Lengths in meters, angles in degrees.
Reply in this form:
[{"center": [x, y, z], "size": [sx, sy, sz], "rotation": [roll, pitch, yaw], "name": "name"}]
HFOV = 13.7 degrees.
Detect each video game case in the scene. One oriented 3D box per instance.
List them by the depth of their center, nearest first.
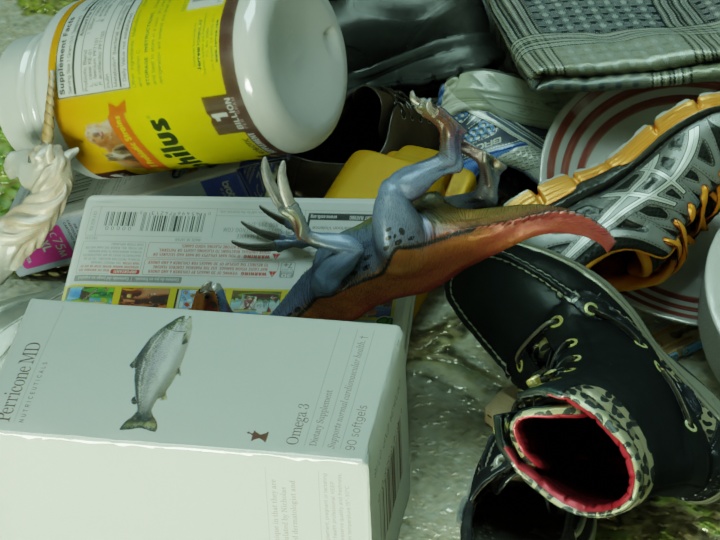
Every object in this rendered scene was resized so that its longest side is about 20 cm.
[{"center": [-0.071, 0.032, 1.666], "size": [0.199, 0.023, 0.182], "rotation": [1, 49, 9], "name": "video game case"}]

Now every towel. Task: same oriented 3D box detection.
[{"center": [0.184, -0.163, 1.867], "size": [0.199, 0.035, 0.193], "rotation": [-5, 25, -5], "name": "towel"}]

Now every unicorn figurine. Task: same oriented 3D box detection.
[{"center": [-0.237, -0.005, 1.745], "size": [0.137, 0.074, 0.200], "rotation": [-23, 28, 49], "name": "unicorn figurine"}]

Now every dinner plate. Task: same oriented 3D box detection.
[{"center": [0.205, -0.045, 1.794], "size": [0.199, 0.024, 0.201], "rotation": [2, 54, -3], "name": "dinner plate"}]

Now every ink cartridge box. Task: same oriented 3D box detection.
[{"center": [-0.117, -0.064, 1.845], "size": [0.199, 0.042, 0.119], "rotation": [-17, 30, 21], "name": "ink cartridge box"}]

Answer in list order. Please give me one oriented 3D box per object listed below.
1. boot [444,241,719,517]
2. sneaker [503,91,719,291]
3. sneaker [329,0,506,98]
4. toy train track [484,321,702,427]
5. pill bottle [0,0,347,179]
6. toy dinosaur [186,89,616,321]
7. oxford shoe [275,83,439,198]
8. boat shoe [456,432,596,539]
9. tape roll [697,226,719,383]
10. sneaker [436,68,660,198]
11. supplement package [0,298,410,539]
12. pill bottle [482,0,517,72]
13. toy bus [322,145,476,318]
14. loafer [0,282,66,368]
[{"center": [0.104, 0.055, 1.598], "size": [0.203, 0.074, 0.154], "rotation": [41, 19, 19], "name": "boot"}, {"center": [0.168, -0.033, 1.724], "size": [0.200, 0.078, 0.077], "rotation": [-31, 61, -9], "name": "sneaker"}, {"center": [-0.010, -0.146, 1.948], "size": [0.199, 0.091, 0.076], "rotation": [-13, -6, -7], "name": "sneaker"}, {"center": [0.156, 0.043, 1.736], "size": [0.200, 0.033, 0.115], "rotation": [-23, 40, -30], "name": "toy train track"}, {"center": [-0.116, -0.113, 1.772], "size": [0.200, 0.109, 0.109], "rotation": [-6, 28, 32], "name": "pill bottle"}, {"center": [-0.001, -0.006, 1.607], "size": [0.200, 0.105, 0.182], "rotation": [34, 86, 28], "name": "toy dinosaur"}, {"center": [0.029, -0.082, 1.883], "size": [0.073, 0.085, 0.200], "rotation": [27, 42, 38], "name": "oxford shoe"}, {"center": [0.084, 0.132, 1.583], "size": [0.074, 0.060, 0.200], "rotation": [4, 35, 10], "name": "boat shoe"}, {"center": [0.292, 0.023, 1.709], "size": [0.202, 0.037, 0.203], "rotation": [1, 50, -1], "name": "tape roll"}, {"center": [0.139, -0.056, 1.858], "size": [0.199, 0.077, 0.085], "rotation": [12, 68, -5], "name": "sneaker"}, {"center": [-0.082, 0.099, 1.527], "size": [0.199, 0.118, 0.117], "rotation": [4, 36, 9], "name": "supplement package"}, {"center": [0.089, -0.189, 2.015], "size": [0.199, 0.109, 0.109], "rotation": [7, 35, 12], "name": "pill bottle"}, {"center": [0.000, 0.000, 1.750], "size": [0.065, 0.078, 0.200], "rotation": [15, 53, 23], "name": "toy bus"}, {"center": [-0.145, 0.030, 1.744], "size": [0.200, 0.070, 0.070], "rotation": [-28, 44, -21], "name": "loafer"}]
